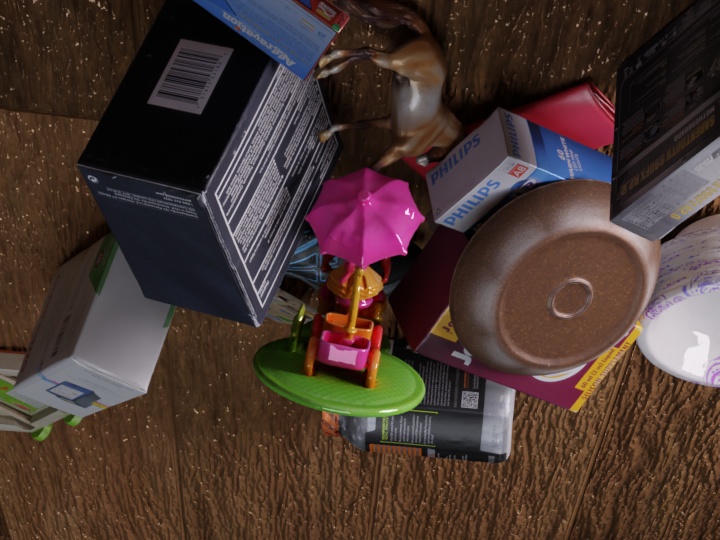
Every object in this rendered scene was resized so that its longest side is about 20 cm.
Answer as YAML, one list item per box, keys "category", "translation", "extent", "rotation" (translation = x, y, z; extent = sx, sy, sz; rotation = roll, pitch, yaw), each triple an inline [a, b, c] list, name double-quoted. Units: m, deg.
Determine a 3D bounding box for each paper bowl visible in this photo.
- category: "paper bowl"
  translation: [0.357, 0.021, 1.699]
  extent: [0.200, 0.105, 0.201]
  rotation: [5, 147, 3]

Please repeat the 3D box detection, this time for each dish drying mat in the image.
- category: "dish drying mat"
  translation: [0.136, -0.115, 1.615]
  extent: [0.199, 0.018, 0.077]
  rotation: [-17, 141, 35]

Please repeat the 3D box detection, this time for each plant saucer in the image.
- category: "plant saucer"
  translation: [0.176, 0.017, 1.576]
  extent: [0.200, 0.037, 0.201]
  rotation: [-11, 125, -15]

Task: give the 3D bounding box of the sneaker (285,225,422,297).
- category: "sneaker"
  translation: [-0.032, -0.020, 1.746]
  extent: [0.199, 0.073, 0.082]
  rotation: [7, 149, 0]

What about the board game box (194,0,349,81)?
- category: "board game box"
  translation: [-0.106, -0.225, 1.377]
  extent: [0.200, 0.019, 0.103]
  rotation: [36, 157, -5]

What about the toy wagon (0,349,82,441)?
- category: "toy wagon"
  translation: [-0.423, 0.149, 2.128]
  extent: [0.155, 0.040, 0.200]
  rotation: [31, 142, -32]

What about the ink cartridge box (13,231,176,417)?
- category: "ink cartridge box"
  translation: [-0.257, 0.054, 1.802]
  extent: [0.087, 0.146, 0.200]
  rotation: [26, 158, -22]

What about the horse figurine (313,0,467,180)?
- category: "horse figurine"
  translation: [0.028, -0.150, 1.527]
  extent: [0.132, 0.050, 0.201]
  rotation: [-15, 131, -10]

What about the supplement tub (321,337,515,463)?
- category: "supplement tub"
  translation: [0.063, 0.135, 1.924]
  extent: [0.199, 0.123, 0.123]
  rotation: [5, 148, 4]

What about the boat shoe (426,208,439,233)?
- category: "boat shoe"
  translation: [0.137, -0.014, 1.732]
  extent: [0.069, 0.071, 0.200]
  rotation: [-10, 143, 40]

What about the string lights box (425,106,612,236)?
- category: "string lights box"
  translation: [0.167, -0.063, 1.601]
  extent: [0.199, 0.059, 0.103]
  rotation: [19, 136, -33]

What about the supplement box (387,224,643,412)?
- category: "supplement box"
  translation: [0.141, 0.039, 1.656]
  extent: [0.199, 0.086, 0.111]
  rotation: [21, 117, -31]

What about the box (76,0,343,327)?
- category: "box"
  translation: [-0.119, -0.095, 1.511]
  extent: [0.123, 0.200, 0.199]
  rotation: [13, 150, 21]

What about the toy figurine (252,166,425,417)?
- category: "toy figurine"
  translation: [0.000, 0.000, 1.553]
  extent: [0.149, 0.200, 0.185]
  rotation: [12, 109, 1]

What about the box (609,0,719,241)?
- category: "box"
  translation: [0.272, -0.137, 1.419]
  extent: [0.048, 0.159, 0.200]
  rotation: [21, 145, -21]

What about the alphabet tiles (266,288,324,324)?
- category: "alphabet tiles"
  translation: [-0.119, 0.014, 1.813]
  extent: [0.200, 0.008, 0.167]
  rotation: [31, 168, -30]
